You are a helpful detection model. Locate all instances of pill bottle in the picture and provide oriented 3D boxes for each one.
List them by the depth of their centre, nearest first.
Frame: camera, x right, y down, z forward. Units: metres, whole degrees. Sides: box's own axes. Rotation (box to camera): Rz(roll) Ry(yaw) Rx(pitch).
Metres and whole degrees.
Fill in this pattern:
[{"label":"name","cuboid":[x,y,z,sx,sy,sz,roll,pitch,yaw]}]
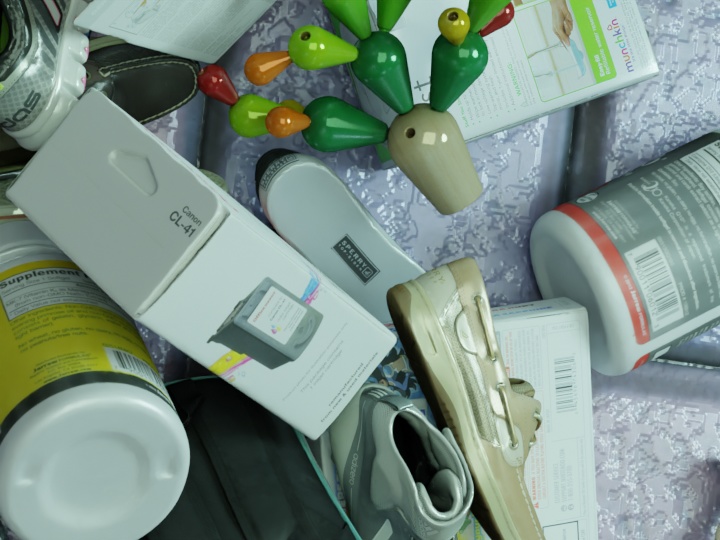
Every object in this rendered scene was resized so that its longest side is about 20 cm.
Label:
[{"label":"pill bottle","cuboid":[-0.177,0.063,1.560,0.114,0.200,0.115,-11,125,-15]},{"label":"pill bottle","cuboid":[0.220,-0.023,1.746,0.199,0.116,0.116,-26,93,-16]}]

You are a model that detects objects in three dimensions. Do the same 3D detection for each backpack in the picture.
[{"label":"backpack","cuboid":[-0.096,0.172,1.619,0.175,0.154,0.201,-20,63,-14]}]

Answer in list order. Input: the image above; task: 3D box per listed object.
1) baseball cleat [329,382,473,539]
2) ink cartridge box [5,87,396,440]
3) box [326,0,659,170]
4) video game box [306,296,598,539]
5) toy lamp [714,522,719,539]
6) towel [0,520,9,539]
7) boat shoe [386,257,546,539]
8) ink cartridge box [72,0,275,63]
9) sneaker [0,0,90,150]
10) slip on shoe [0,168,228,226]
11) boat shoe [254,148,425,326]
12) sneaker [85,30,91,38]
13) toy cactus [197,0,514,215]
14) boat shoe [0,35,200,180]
[{"label":"baseball cleat","cuboid":[0.034,0.167,1.625,0.070,0.106,0.201,-28,111,-22]},{"label":"ink cartridge box","cuboid":[-0.090,-0.001,1.559,0.086,0.148,0.200,-51,142,2]},{"label":"box","cuboid":[0.070,-0.187,1.727,0.176,0.097,0.201,-21,92,-15]},{"label":"video game box","cuboid":[0.058,0.128,1.704,0.181,0.047,0.201,-8,103,-18]},{"label":"toy lamp","cuboid":[0.223,0.218,1.761,0.058,0.058,0.201,31,79,-11]},{"label":"towel","cuboid":[-0.265,0.152,1.565,0.034,0.200,0.193,-25,92,-35]},{"label":"boat shoe","cuboid":[0.081,0.091,1.643,0.064,0.071,0.201,-25,106,-10]},{"label":"ink cartridge box","cuboid":[-0.085,-0.199,1.576,0.162,0.200,0.050,-44,72,13]},{"label":"sneaker","cuboid":[-0.202,-0.174,1.548,0.087,0.074,0.201,17,71,-46]},{"label":"slip on shoe","cuboid":[-0.181,-0.029,1.665,0.199,0.074,0.061,1,115,-11]},{"label":"boat shoe","cuboid":[0.000,0.000,1.709,0.069,0.057,0.200,-36,115,-3]},{"label":"sneaker","cuboid":[-0.147,-0.216,1.689,0.089,0.079,0.200,38,86,-17]},{"label":"toy cactus","cuboid":[0.017,-0.110,1.628,0.199,0.102,0.165,-29,110,8]},{"label":"boat shoe","cuboid":[-0.185,-0.091,1.651,0.199,0.065,0.073,-19,134,-18]}]
